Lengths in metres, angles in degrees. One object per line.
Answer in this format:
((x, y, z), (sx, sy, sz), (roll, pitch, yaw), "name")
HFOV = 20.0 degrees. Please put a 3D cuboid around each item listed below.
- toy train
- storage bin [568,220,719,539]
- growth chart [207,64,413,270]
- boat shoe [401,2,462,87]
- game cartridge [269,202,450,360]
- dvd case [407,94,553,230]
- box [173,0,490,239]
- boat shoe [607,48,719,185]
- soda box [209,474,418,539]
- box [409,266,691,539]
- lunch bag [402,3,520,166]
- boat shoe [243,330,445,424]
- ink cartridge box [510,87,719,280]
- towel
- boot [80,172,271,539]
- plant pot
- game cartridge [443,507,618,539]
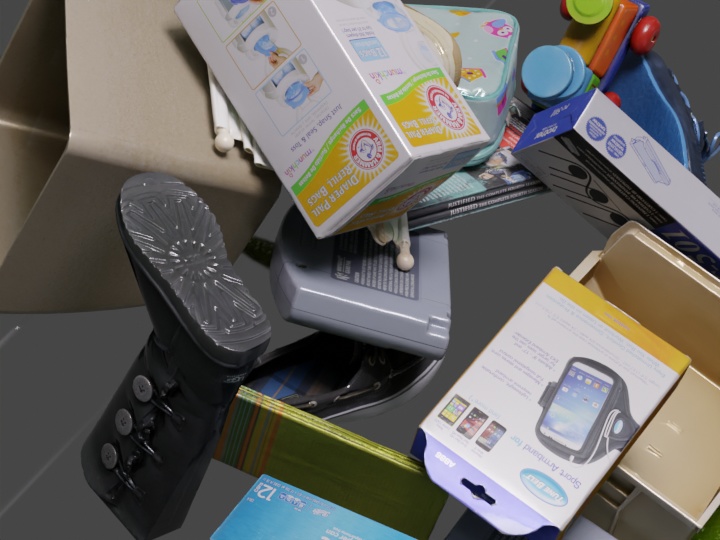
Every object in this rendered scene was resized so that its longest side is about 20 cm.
((0.197, -0.215, 1.654), (0.084, 0.116, 0.201), (29, 94, 17), "toy train")
((0.204, 0.090, 1.501), (0.198, 0.094, 0.200), (37, 53, 14), "storage bin")
((-0.036, -0.098, 1.476), (0.199, 0.018, 0.145), (31, 38, -30), "growth chart")
((-0.016, -0.181, 1.528), (0.199, 0.074, 0.069), (29, 38, 36), "boat shoe")
((0.000, 0.000, 1.503), (0.132, 0.042, 0.200), (12, 22, -3), "game cartridge")
((0.070, -0.090, 1.621), (0.199, 0.022, 0.146), (-15, 36, -28), "dvd case")
((-0.019, -0.136, 1.424), (0.112, 0.101, 0.201), (-15, 70, -55), "box")
((0.261, -0.113, 1.687), (0.068, 0.084, 0.201), (19, 46, -29), "boat shoe")
((0.002, 0.209, 1.331), (0.199, 0.064, 0.068), (20, 47, 26), "soda box")
((0.125, 0.100, 1.389), (0.119, 0.042, 0.200), (35, 58, 13), "box")
((0.031, -0.154, 1.627), (0.199, 0.078, 0.161), (7, 33, 8), "lunch bag")
((-0.016, 0.067, 1.475), (0.199, 0.066, 0.070), (-18, 59, -27), "boat shoe")
((0.218, -0.052, 1.565), (0.200, 0.094, 0.044), (39, 67, -16), "ink cartridge box")
((-0.036, 0.128, 1.409), (0.199, 0.086, 0.018), (23, 50, 3), "towel")
((-0.140, 0.060, 1.360), (0.065, 0.201, 0.165), (-7, 51, -31), "boot")
((-0.167, -0.086, 1.486), (0.176, 0.200, 0.201), (13, 48, -25), "plant pot")
((0.099, 0.238, 1.392), (0.133, 0.041, 0.200), (31, 51, 14), "game cartridge")
